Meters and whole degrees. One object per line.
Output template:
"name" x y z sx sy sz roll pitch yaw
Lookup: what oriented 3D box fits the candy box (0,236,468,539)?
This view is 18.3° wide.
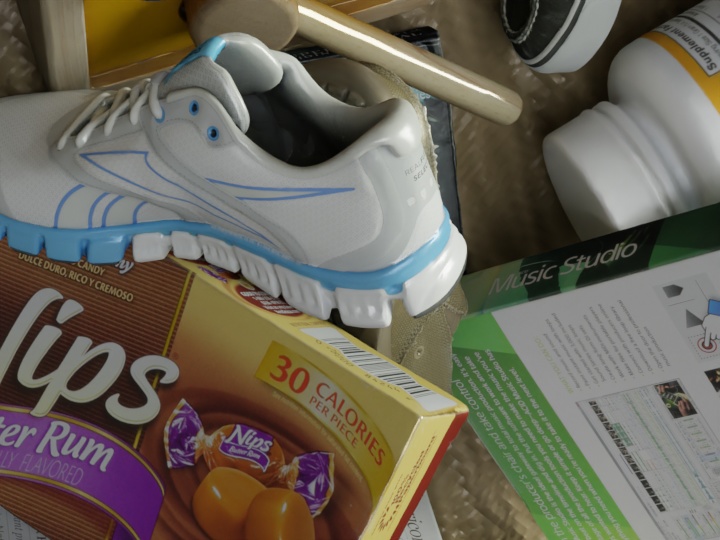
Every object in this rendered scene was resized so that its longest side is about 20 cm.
"candy box" -0.074 0.052 0.829 0.199 0.056 0.117 31 100 18

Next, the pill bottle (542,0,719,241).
"pill bottle" 0.179 -0.070 0.929 0.199 0.109 0.110 -30 112 -6

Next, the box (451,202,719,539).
"box" 0.135 0.046 0.894 0.199 0.036 0.145 -17 119 35

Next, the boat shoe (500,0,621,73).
"boat shoe" 0.069 -0.157 0.862 0.063 0.071 0.201 -9 138 -15

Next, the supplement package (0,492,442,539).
"supplement package" -0.068 0.159 0.903 0.199 0.121 0.120 7 123 -19

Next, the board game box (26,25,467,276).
"board game box" -0.056 -0.018 0.918 0.199 0.028 0.136 -10 108 -13

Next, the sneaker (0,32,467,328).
"sneaker" -0.059 -0.047 0.765 0.199 0.075 0.087 10 134 21

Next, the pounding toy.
"pounding toy" -0.035 -0.129 0.813 0.183 0.200 0.143 -17 73 -11

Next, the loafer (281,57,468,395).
"loafer" 0.000 0.000 0.859 0.067 0.076 0.201 -40 145 -41
